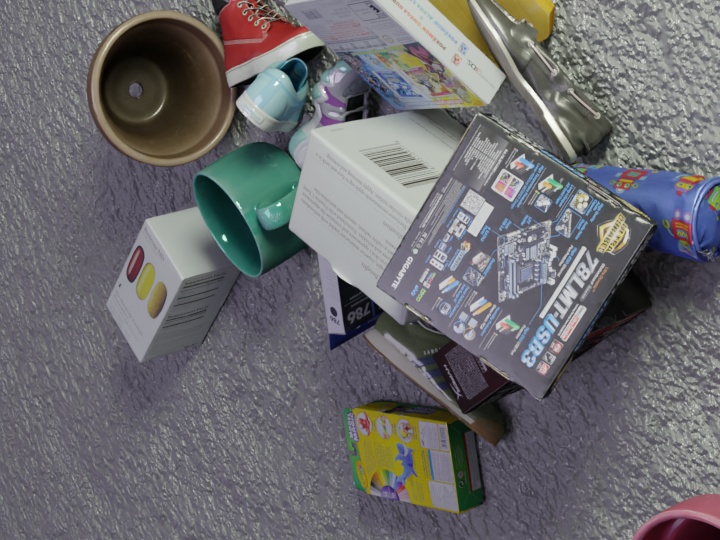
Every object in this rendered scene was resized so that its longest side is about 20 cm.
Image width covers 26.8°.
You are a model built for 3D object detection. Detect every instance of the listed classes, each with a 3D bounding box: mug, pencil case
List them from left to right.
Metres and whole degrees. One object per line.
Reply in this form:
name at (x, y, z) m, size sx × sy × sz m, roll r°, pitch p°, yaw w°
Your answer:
mug at (-0.113, -0.077, 1.895) m, size 0.185 × 0.114 × 0.153 m, roll 38°, pitch 151°, yaw 39°
pencil case at (0.275, -0.057, 1.472) m, size 0.199 × 0.078 × 0.087 m, roll 12°, pitch 136°, yaw 48°

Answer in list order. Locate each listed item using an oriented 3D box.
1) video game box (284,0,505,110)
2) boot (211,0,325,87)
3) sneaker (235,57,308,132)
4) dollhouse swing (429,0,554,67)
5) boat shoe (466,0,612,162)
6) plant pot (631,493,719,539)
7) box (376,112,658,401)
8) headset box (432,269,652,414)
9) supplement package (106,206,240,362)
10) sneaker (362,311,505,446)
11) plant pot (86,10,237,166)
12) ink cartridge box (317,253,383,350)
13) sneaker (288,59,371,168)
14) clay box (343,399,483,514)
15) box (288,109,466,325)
video game box at (0.034, -0.242, 1.592) m, size 0.182 × 0.047 × 0.200 m, roll 42°, pitch 166°, yaw -24°
boot at (-0.121, -0.316, 1.879) m, size 0.199 × 0.072 × 0.145 m, roll -8°, pitch 95°, yaw 55°
sneaker at (-0.086, -0.216, 1.815) m, size 0.074 × 0.200 × 0.082 m, roll 45°, pitch 104°, yaw -5°
dollhouse swing at (0.116, -0.338, 1.603) m, size 0.200 × 0.175 × 0.183 m, roll -26°, pitch 41°, yaw 52°
boat shoe at (0.181, -0.204, 1.531) m, size 0.201 × 0.057 × 0.067 m, roll 57°, pitch 179°, yaw 3°
plant pot at (0.372, 0.288, 1.390) m, size 0.199 × 0.178 × 0.201 m, roll 21°, pitch 118°, yaw 45°
box at (0.146, -0.014, 1.434) m, size 0.198 × 0.050 × 0.201 m, roll 34°, pitch 104°, yaw 13°
headset box at (0.191, 0.058, 1.557) m, size 0.200 × 0.148 × 0.075 m, roll -43°, pitch 71°, yaw 50°
supplement package at (-0.264, 0.018, 2.138) m, size 0.114 × 0.109 × 0.200 m, roll 55°, pitch 138°, yaw 22°
sneaker at (0.104, 0.107, 1.746) m, size 0.200 × 0.090 × 0.067 m, roll 39°, pitch 177°, yaw 6°
plant pot at (-0.284, -0.244, 2.030) m, size 0.174 × 0.199 × 0.202 m, roll -164°, pitch 64°, yaw -65°
ink cartridge box at (0.000, 0.000, 1.785) m, size 0.039 × 0.099 × 0.201 m, roll 28°, pitch 137°, yaw 41°
sneaker at (-0.005, -0.152, 1.793) m, size 0.140 × 0.077 × 0.200 m, roll 56°, pitch 148°, yaw 19°
clay box at (0.061, 0.225, 1.859) m, size 0.199 × 0.047 × 0.116 m, roll 4°, pitch 105°, yaw 51°
box at (0.065, -0.065, 1.630) m, size 0.199 × 0.199 × 0.131 m, roll 40°, pitch 129°, yaw 35°
